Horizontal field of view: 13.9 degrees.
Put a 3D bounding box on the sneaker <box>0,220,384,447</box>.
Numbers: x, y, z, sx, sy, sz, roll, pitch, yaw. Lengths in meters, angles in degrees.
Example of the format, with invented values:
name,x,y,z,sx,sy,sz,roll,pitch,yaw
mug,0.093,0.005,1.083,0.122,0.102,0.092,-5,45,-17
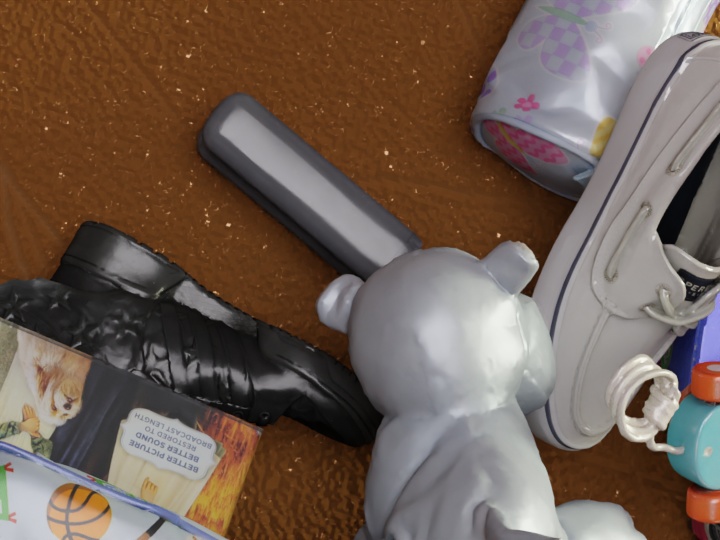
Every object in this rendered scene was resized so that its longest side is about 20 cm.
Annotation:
name,x,y,z,sx,sy,sz,roll,pitch,yaw
sneaker,-0.096,0.053,1.337,0.199,0.060,0.104,32,76,0

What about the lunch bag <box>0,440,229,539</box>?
name,x,y,z,sx,sy,sz,roll,pitch,yaw
lunch bag,-0.118,0.166,1.162,0.199,0.076,0.161,25,71,-10

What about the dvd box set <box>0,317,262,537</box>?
name,x,y,z,sx,sy,sz,roll,pitch,yaw
dvd box set,-0.140,0.130,1.222,0.146,0.029,0.201,24,70,-9

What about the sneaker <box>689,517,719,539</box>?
name,x,y,z,sx,sy,sz,roll,pitch,yaw
sneaker,0.256,0.141,1.384,0.199,0.075,0.081,14,79,-10

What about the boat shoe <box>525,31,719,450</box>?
name,x,y,z,sx,sy,sz,roll,pitch,yaw
boat shoe,0.136,-0.005,1.329,0.072,0.066,0.201,19,98,-43

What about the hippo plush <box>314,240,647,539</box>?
name,x,y,z,sx,sy,sz,roll,pitch,yaw
hippo plush,0.023,0.078,1.269,0.159,0.200,0.161,-19,74,16

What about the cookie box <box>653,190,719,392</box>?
name,x,y,z,sx,sy,sz,roll,pitch,yaw
cookie box,0.251,0.001,1.402,0.199,0.075,0.172,12,81,-9

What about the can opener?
name,x,y,z,sx,sy,sz,roll,pitch,yaw
can opener,0.000,0.000,1.364,0.200,0.053,0.066,45,77,-2

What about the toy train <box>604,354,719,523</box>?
name,x,y,z,sx,sy,sz,roll,pitch,yaw
toy train,0.180,0.011,1.303,0.200,0.056,0.150,-48,124,-12

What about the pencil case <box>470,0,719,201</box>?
name,x,y,z,sx,sy,sz,roll,pitch,yaw
pencil case,0.130,-0.129,1.392,0.090,0.083,0.200,23,76,27
